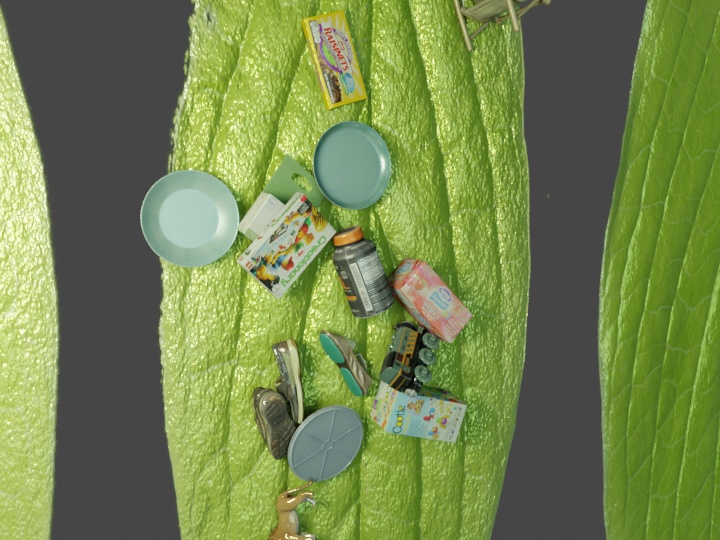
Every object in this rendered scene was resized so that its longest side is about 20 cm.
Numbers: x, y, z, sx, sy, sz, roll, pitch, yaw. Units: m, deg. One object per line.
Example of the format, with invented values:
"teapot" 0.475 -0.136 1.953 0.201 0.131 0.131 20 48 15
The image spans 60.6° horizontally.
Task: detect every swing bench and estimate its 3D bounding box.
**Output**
"swing bench" 0.294 -0.648 1.429 0.130 0.199 0.200 -43 111 -14

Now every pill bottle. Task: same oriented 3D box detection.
"pill bottle" 0.000 0.000 1.424 0.106 0.106 0.201 -25 105 -19

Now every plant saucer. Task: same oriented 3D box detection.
"plant saucer" -0.357 -0.109 1.293 0.200 0.039 0.202 -3 98 -23
"plant saucer" -0.022 -0.242 1.425 0.199 0.027 0.201 -2 95 -27

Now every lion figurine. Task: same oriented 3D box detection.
"lion figurine" -0.166 0.584 1.438 0.122 0.072 0.201 1 85 4

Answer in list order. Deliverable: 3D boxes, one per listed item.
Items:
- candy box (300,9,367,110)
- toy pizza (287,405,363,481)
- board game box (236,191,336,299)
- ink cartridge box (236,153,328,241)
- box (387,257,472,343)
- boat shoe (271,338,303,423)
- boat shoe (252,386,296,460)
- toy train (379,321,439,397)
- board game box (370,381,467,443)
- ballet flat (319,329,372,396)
"candy box" -0.057 -0.474 1.390 0.102 0.026 0.201 -23 104 -23
"toy pizza" -0.084 0.406 1.457 0.199 0.032 0.201 -12 114 -28
"board game box" -0.157 -0.053 1.329 0.200 0.035 0.126 -51 128 -11
"ink cartridge box" -0.159 -0.131 1.355 0.145 0.048 0.201 39 82 -38
"box" 0.165 0.072 1.505 0.095 0.103 0.200 -48 110 -12
"boat shoe" -0.166 0.254 1.405 0.064 0.073 0.201 -7 98 -9
"boat shoe" -0.198 0.340 1.396 0.074 0.073 0.201 -25 126 -32
"toy train" 0.117 0.206 1.468 0.114 0.085 0.200 28 43 -7
"board game box" 0.143 0.345 1.523 0.199 0.103 0.105 16 94 -24
"ballet flat" -0.031 0.207 1.464 0.067 0.068 0.201 -43 117 -34
